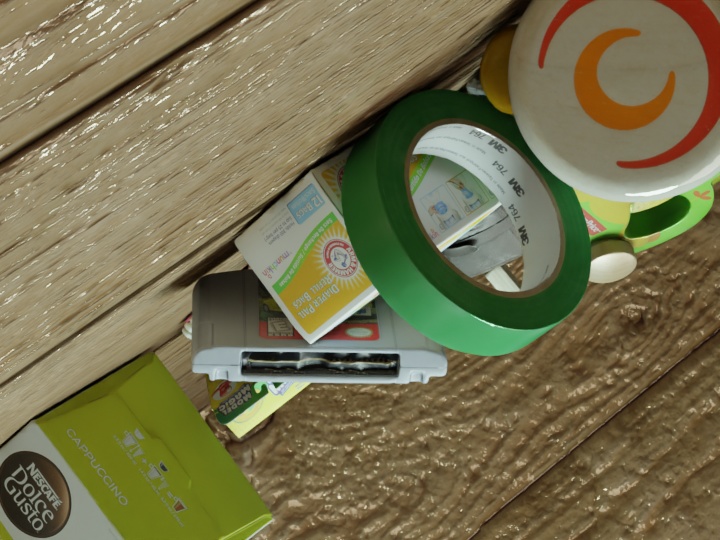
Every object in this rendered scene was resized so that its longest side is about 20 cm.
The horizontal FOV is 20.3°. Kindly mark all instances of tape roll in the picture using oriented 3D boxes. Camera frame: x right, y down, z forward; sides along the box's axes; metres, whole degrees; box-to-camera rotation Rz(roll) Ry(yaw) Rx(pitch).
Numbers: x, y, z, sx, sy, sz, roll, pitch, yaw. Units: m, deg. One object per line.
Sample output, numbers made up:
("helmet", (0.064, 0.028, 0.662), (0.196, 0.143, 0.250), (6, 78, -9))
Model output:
("tape roll", (0.080, -0.036, 1.493), (0.200, 0.201, 0.048), (-34, 177, -45))

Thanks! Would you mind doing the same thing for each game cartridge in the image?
("game cartridge", (-0.035, 0.042, 1.603), (0.199, 0.041, 0.133), (1, -155, -5))

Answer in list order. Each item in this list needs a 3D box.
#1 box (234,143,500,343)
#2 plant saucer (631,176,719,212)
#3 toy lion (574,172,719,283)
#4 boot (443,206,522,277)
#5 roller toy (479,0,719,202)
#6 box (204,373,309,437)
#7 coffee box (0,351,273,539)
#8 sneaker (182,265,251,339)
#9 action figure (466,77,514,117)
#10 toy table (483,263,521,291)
("box", (0.015, -0.044, 1.577), (0.112, 0.102, 0.200), (-39, 176, 42))
("plant saucer", (0.261, -0.156, 1.870), (0.199, 0.200, 0.048), (-37, 169, -2))
("toy lion", (0.227, -0.083, 1.645), (0.191, 0.069, 0.200), (-24, 145, 24))
("boot", (0.131, -0.078, 1.886), (0.199, 0.069, 0.174), (-28, 139, 14))
("roller toy", (0.203, -0.143, 1.478), (0.200, 0.183, 0.140), (-38, 178, 14))
("box", (-0.095, 0.081, 1.954), (0.117, 0.048, 0.200), (-37, -157, 8))
("coffee box", (-0.241, 0.231, 1.849), (0.198, 0.200, 0.200), (-40, 175, 31))
("sneaker", (-0.073, 0.031, 1.836), (0.200, 0.088, 0.074), (-39, 176, 29))
("action figure", (0.128, -0.153, 1.691), (0.118, 0.055, 0.200), (-34, 180, -25))
("toy table", (0.100, -0.046, 2.017), (0.200, 0.184, 0.117), (-50, -170, 13))
